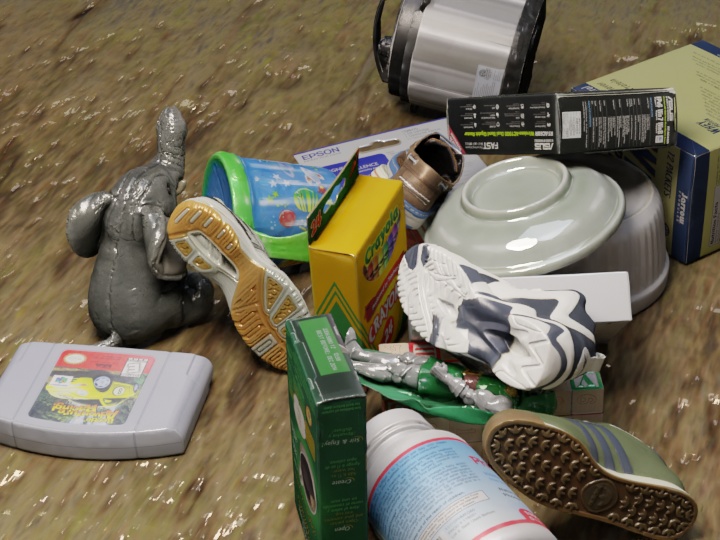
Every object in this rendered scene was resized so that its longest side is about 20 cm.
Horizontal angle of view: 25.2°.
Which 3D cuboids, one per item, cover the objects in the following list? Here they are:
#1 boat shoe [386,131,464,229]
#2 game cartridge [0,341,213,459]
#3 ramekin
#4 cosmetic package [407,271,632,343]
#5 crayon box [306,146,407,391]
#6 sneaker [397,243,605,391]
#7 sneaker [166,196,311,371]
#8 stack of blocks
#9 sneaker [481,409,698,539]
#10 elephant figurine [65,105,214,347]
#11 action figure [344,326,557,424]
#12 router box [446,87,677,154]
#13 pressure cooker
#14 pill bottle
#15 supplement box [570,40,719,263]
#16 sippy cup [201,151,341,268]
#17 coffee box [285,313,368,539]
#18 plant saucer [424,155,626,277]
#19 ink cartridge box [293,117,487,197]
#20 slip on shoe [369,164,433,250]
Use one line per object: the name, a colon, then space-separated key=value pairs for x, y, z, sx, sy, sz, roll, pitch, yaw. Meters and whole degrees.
boat shoe: x=0.072 y=-0.099 z=1.644 sx=0.072 sy=0.072 sz=0.200 roll=40 pitch=19 yaw=-7
game cartridge: x=-0.251 y=0.123 z=1.520 sx=0.200 sy=0.041 sz=0.133 roll=3 pitch=38 yaw=9
ramekin: x=0.222 y=-0.041 z=1.671 sx=0.200 sy=0.105 sz=0.200 roll=-2 pitch=34 yaw=1
cosmetic package: x=0.145 y=0.041 z=1.523 sx=0.200 sy=0.052 sz=0.151 roll=-3 pitch=-8 yaw=0
crayon box: x=0.000 y=0.000 z=1.529 sx=0.051 sy=0.200 sz=0.127 roll=11 pitch=41 yaw=20
sneaker: x=0.132 y=0.041 z=1.416 sx=0.130 sy=0.080 sz=0.199 roll=6 pitch=16 yaw=-47
sneaker: x=-0.103 y=0.005 z=1.581 sx=0.076 sy=0.200 sz=0.088 roll=-34 pitch=5 yaw=16
stack of blocks: x=0.119 y=0.119 z=1.477 sx=0.200 sy=0.059 sz=0.115 roll=-3 pitch=34 yaw=-1
sneaker: x=0.185 y=0.160 z=1.361 sx=0.200 sy=0.067 sz=0.090 roll=24 pitch=18 yaw=-15
elephant figurine: x=-0.225 y=-0.038 z=1.610 sx=0.141 sy=0.200 sz=0.155 roll=-10 pitch=34 yaw=-12
action figure: x=0.074 y=0.096 z=1.409 sx=0.200 sy=0.055 sz=0.118 roll=14 pitch=18 yaw=13
router box: x=0.203 y=-0.152 z=1.654 sx=0.150 sy=0.062 sz=0.200 roll=-7 pitch=7 yaw=-29
pressure cooker: x=0.113 y=-0.279 z=1.951 sx=0.200 sy=0.176 sz=0.179 roll=14 pitch=-4 yaw=8
pill bottle: x=0.069 y=0.200 z=1.313 sx=0.109 sy=0.109 sz=0.200 roll=-18 pitch=37 yaw=-22
supplement box: x=0.367 y=-0.136 z=1.776 sx=0.200 sy=0.134 sz=0.200 roll=-22 pitch=38 yaw=-27
sippy cup: x=-0.090 y=-0.059 z=1.710 sx=0.130 sy=0.140 sz=0.178 roll=-3 pitch=58 yaw=-19
coffee box: x=-0.027 y=0.149 z=1.316 sx=0.044 sy=0.200 sz=0.123 roll=-8 pitch=32 yaw=-11
plant saucer: x=0.154 y=-0.064 z=1.559 sx=0.200 sy=0.050 sz=0.200 roll=-14 pitch=31 yaw=8
ink cartridge box: x=0.047 y=-0.091 z=1.817 sx=0.198 sy=0.047 sz=0.200 roll=-14 pitch=34 yaw=-13
slip on shoe: x=0.064 y=-0.023 z=1.671 sx=0.200 sy=0.061 sz=0.074 roll=51 pitch=20 yaw=25
